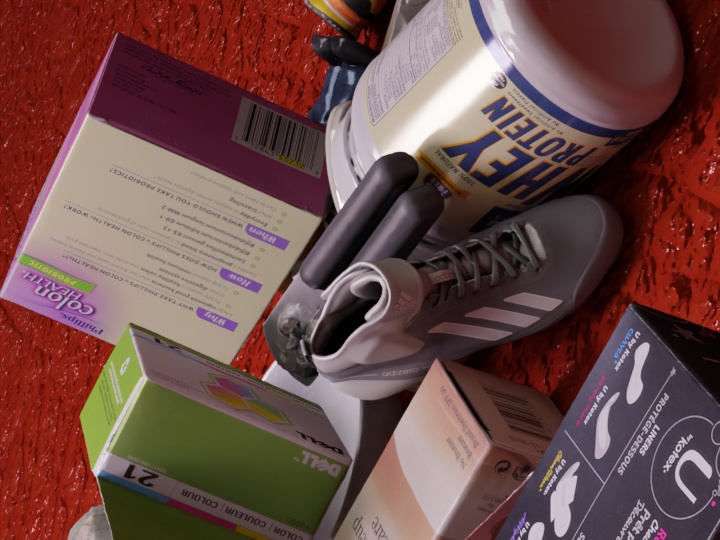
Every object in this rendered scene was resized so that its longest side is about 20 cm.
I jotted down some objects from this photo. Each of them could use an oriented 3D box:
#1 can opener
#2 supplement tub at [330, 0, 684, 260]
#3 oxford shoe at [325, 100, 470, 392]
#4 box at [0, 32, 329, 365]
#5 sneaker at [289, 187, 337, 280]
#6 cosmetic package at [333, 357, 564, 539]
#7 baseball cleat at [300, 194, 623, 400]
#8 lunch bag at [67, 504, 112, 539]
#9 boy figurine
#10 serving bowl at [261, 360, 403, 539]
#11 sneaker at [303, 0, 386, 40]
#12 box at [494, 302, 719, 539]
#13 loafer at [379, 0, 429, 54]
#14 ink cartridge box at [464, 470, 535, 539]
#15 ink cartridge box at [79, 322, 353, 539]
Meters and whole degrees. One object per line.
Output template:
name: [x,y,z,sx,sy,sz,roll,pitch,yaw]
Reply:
can opener: [0.000,0.000,1.157,0.053,0.067,0.200,54,136,17]
supplement tub: [0.084,-0.104,1.142,0.200,0.145,0.145,-43,37,44]
oxford shoe: [0.030,-0.020,1.225,0.058,0.075,0.200,-24,79,37]
box: [-0.137,-0.039,1.340,0.200,0.176,0.097,-56,16,41]
sneaker: [0.027,-0.059,1.300,0.200,0.080,0.076,-62,26,14]
cosmetic package: [0.046,0.166,1.098,0.200,0.087,0.103,-63,28,17]
baseball cleat: [0.059,0.011,1.088,0.200,0.106,0.070,-34,61,7]
lunch bag: [-0.152,0.280,1.300,0.200,0.117,0.164,86,176,-45]
boy figurine: [-0.038,-0.081,1.461,0.124,0.064,0.200,21,89,60]
serving bowl: [-0.025,0.146,1.276,0.200,0.066,0.200,-42,37,44]
sneaker: [-0.010,-0.268,1.541,0.090,0.070,0.200,-44,34,18]
box: [0.177,0.118,0.747,0.132,0.200,0.115,-63,28,17]
loafer: [0.052,-0.189,1.356,0.200,0.072,0.063,-65,19,18]
ink cartridge box: [0.120,0.099,0.875,0.161,0.200,0.050,-50,50,35]
ink cartridge box: [-0.081,0.120,1.128,0.076,0.148,0.200,-62,19,8]
